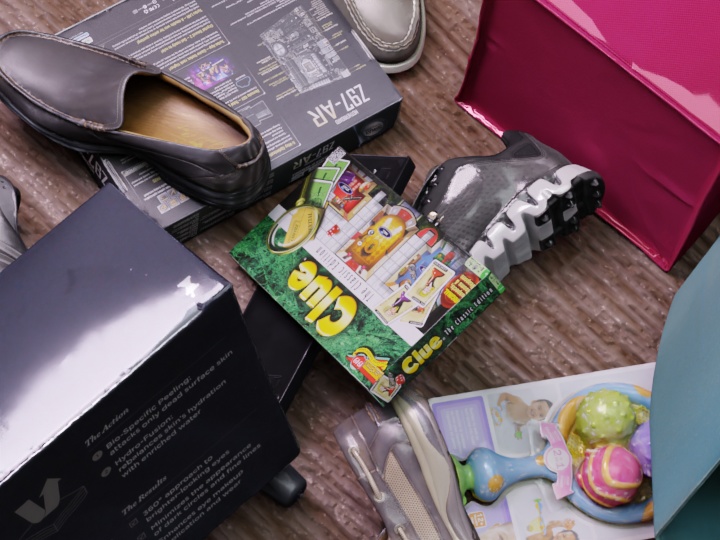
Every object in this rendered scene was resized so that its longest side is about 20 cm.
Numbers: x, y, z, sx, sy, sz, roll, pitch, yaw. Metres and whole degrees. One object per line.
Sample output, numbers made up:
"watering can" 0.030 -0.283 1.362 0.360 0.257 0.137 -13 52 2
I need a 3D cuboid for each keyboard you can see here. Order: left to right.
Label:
"keyboard" -0.015 0.009 1.631 0.127 0.021 0.200 5 59 44

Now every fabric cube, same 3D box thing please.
"fabric cube" 0.207 -0.159 1.672 0.196 0.200 0.199 39 69 10

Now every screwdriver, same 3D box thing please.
"screwdriver" -0.114 0.082 1.618 0.200 0.029 0.028 39 67 10

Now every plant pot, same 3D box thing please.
"plant pot" 0.266 0.069 1.587 0.141 0.141 0.200 18 41 -19

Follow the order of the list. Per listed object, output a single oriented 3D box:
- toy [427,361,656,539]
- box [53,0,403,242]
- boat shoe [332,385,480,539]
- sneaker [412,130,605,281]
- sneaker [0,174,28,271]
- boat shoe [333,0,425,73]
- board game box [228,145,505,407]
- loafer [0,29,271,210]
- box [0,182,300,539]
"toy" 0.152 0.117 1.622 0.200 0.047 0.115 -10 74 -9
"box" -0.098 -0.122 1.702 0.200 0.044 0.160 -30 73 -18
"boat shoe" 0.038 0.172 1.563 0.073 0.074 0.200 -20 88 1
"sneaker" 0.059 -0.023 1.669 0.200 0.066 0.091 -37 60 -13
"sneaker" -0.265 -0.040 1.639 0.083 0.071 0.200 -31 74 -33
"boat shoe" 0.001 -0.233 1.754 0.072 0.060 0.202 -9 68 -11
"board game box" 0.000 0.000 1.593 0.105 0.023 0.200 -46 39 -2
"loafer" -0.148 -0.110 1.626 0.200 0.072 0.073 21 67 4
"box" -0.160 0.091 1.493 0.197 0.200 0.117 -41 59 -15
